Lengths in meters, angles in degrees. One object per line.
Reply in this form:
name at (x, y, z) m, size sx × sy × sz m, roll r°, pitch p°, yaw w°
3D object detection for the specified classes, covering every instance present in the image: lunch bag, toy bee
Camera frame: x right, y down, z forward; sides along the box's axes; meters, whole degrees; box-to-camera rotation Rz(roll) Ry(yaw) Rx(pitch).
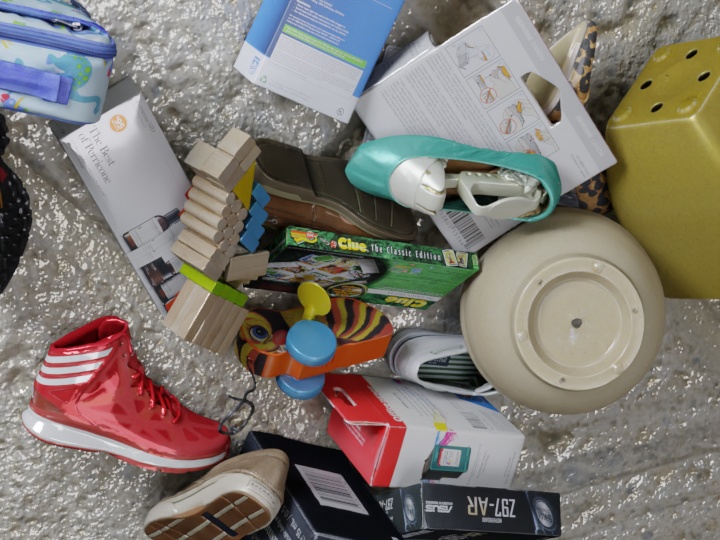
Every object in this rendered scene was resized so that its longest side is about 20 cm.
lunch bag at (-0.291, -0.173, 1.102) m, size 0.198 × 0.161 × 0.083 m, roll 8°, pitch 108°, yaw -26°
toy bee at (-0.070, 0.060, 1.343) m, size 0.199 × 0.109 × 0.131 m, roll -6°, pitch 137°, yaw -52°

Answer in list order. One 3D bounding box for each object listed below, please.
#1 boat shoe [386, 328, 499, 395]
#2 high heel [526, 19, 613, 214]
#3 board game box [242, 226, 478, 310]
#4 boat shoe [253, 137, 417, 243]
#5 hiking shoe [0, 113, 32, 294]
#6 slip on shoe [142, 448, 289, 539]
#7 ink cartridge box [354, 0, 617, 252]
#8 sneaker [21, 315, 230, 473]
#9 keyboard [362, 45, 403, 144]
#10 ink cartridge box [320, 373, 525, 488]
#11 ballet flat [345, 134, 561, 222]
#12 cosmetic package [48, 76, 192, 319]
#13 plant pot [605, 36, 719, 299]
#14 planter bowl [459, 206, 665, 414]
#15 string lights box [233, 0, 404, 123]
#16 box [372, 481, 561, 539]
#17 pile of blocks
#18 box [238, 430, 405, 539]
boat shoe at (0.123, 0.101, 1.464) m, size 0.198 × 0.067 × 0.074 m, roll 0°, pitch 112°, yaw -24°
high heel at (0.225, -0.143, 1.397) m, size 0.141 × 0.072 × 0.201 m, roll 9°, pitch 124°, yaw -20°
board game box at (0.000, 0.000, 1.353) m, size 0.198 × 0.024 × 0.105 m, roll 8°, pitch 152°, yaw -28°
boat shoe at (-0.039, -0.061, 1.326) m, size 0.199 × 0.073 × 0.068 m, roll 23°, pitch 132°, yaw -32°
hiking shoe at (-0.334, -0.065, 1.190) m, size 0.099 × 0.076 × 0.202 m, roll 10°, pitch 131°, yaw 12°
slip on shoe at (-0.133, 0.216, 1.354) m, size 0.076 × 0.200 × 0.061 m, roll 37°, pitch 50°, yaw -14°
ink cartridge box at (0.113, -0.134, 1.333) m, size 0.175 × 0.045 × 0.201 m, roll -31°, pitch 119°, yaw 11°
sneaker at (-0.197, 0.111, 1.317) m, size 0.198 × 0.078 × 0.117 m, roll 11°, pitch 108°, yaw -29°
keyboard at (0.025, -0.109, 1.363) m, size 0.056 × 0.011 × 0.202 m, roll 6°, pitch 108°, yaw -26°
ink cartridge box at (0.047, 0.159, 1.424) m, size 0.198 × 0.116 × 0.068 m, roll 8°, pitch 107°, yaw -27°
ballet flat at (0.086, -0.079, 1.295) m, size 0.197 × 0.071 × 0.068 m, roll 4°, pitch 123°, yaw -7°
cosmetic package at (-0.185, -0.059, 1.264) m, size 0.082 × 0.051 × 0.201 m, roll -33°, pitch 121°, yaw -10°
plant pot at (0.348, -0.112, 1.382) m, size 0.200 × 0.193 × 0.196 m, roll 49°, pitch 64°, yaw -25°
planter bowl at (0.196, 0.044, 1.350) m, size 0.198 × 0.135 × 0.203 m, roll 0°, pitch 94°, yaw 0°
string lights box at (-0.019, -0.242, 1.257) m, size 0.102 × 0.059 × 0.202 m, roll 20°, pitch 102°, yaw -30°
box at (0.079, 0.249, 1.439) m, size 0.159 × 0.200 × 0.044 m, roll 8°, pitch 71°, yaw -27°
pile of blocks at (-0.125, -0.030, 1.246) m, size 0.082 × 0.062 × 0.202 m, roll -6°, pitch 117°, yaw -47°
box at (-0.066, 0.293, 1.383) m, size 0.116 × 0.197 × 0.202 m, roll 17°, pitch 104°, yaw -28°
